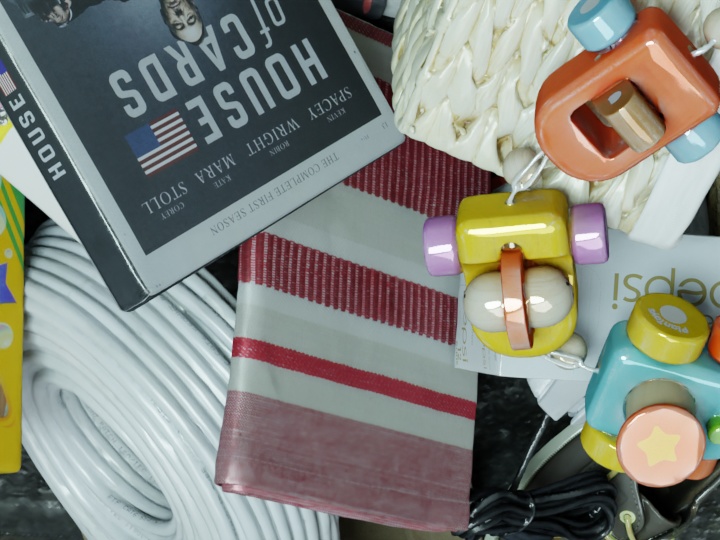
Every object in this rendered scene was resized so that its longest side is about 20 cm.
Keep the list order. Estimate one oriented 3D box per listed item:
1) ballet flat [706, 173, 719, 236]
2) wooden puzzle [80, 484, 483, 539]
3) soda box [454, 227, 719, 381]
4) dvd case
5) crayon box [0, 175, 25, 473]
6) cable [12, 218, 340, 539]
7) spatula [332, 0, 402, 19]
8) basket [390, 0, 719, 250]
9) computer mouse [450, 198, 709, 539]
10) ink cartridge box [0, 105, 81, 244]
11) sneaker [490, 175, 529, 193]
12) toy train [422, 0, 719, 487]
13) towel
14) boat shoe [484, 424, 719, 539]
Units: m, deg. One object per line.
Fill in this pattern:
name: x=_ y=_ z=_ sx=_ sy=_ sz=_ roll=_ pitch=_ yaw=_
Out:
ballet flat: x=0.184 y=-0.073 z=0.918 sx=0.070 sy=0.066 sz=0.201 roll=-7 pitch=127 yaw=3
wooden puzzle: x=-0.031 y=0.160 z=1.096 sx=0.198 sy=0.046 sz=0.186 roll=-8 pitch=127 yaw=7
soda box: x=0.143 y=0.018 z=0.887 sx=0.198 sy=0.068 sz=0.064 roll=4 pitch=90 yaw=-13
dvd case: x=-0.082 y=-0.104 z=0.779 sx=0.025 sy=0.150 sz=0.201 roll=-27 pitch=95 yaw=48
crayon box: x=-0.197 y=0.011 z=0.846 sx=0.125 sy=0.202 sz=0.051 roll=6 pitch=172 yaw=-44
cable: x=-0.092 y=0.069 z=0.936 sx=0.069 sy=0.200 sz=0.201 roll=-38 pitch=151 yaw=-26
spatula: x=0.025 y=-0.114 z=0.903 sx=0.198 sy=0.021 sz=0.057 roll=8 pitch=121 yaw=-10
basket: x=0.098 y=-0.134 z=0.812 sx=0.122 sy=0.136 sz=0.201 roll=19 pitch=115 yaw=-9
computer mouse: x=0.108 y=0.034 z=0.946 sx=0.109 sy=0.044 sz=0.201 roll=16 pitch=98 yaw=-46
ink cartridge box: x=-0.118 y=-0.090 z=0.848 sx=0.067 sy=0.117 sz=0.200 roll=-32 pitch=123 yaw=24
sneaker: x=0.043 y=0.034 z=0.962 sx=0.201 sy=0.108 sz=0.067 roll=-32 pitch=123 yaw=18
toy train: x=0.108 y=0.003 z=0.776 sx=0.150 sy=0.056 sz=0.200 roll=-28 pitch=116 yaw=24
towel: x=0.000 y=0.000 z=0.872 sx=0.023 sy=0.202 sz=0.144 roll=-6 pitch=163 yaw=40
boat shoe: x=0.134 y=0.098 z=1.022 sx=0.071 sy=0.061 sz=0.202 roll=26 pitch=110 yaw=-39
